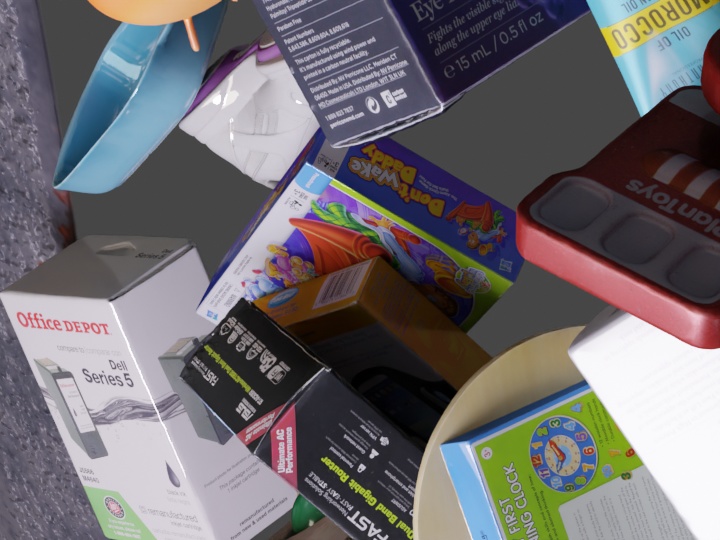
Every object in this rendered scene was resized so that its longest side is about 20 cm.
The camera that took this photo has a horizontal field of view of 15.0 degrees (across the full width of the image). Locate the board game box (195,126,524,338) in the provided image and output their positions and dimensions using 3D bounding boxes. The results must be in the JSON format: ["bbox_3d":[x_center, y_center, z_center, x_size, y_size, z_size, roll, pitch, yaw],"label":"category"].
[{"bbox_3d":[0.000,0.000,1.584,0.134,0.045,0.200,30,147,-6],"label":"board game box"}]

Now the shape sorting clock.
[{"bbox_3d":[0.121,0.129,1.454,0.201,0.200,0.039,63,160,-12],"label":"shape sorting clock"}]

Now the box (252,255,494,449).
[{"bbox_3d":[0.034,0.077,1.592,0.200,0.042,0.119,40,144,-25],"label":"box"}]

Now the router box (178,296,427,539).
[{"bbox_3d":[0.005,0.113,1.506,0.200,0.062,0.150,42,178,-23],"label":"router box"}]

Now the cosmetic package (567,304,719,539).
[{"bbox_3d":[0.207,0.088,1.391,0.102,0.074,0.200,-33,93,33],"label":"cosmetic package"}]

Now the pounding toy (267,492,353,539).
[{"bbox_3d":[0.001,0.196,1.700,0.142,0.184,0.200,-32,94,46],"label":"pounding toy"}]

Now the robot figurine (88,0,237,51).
[{"bbox_3d":[-0.124,-0.217,1.468,0.144,0.117,0.200,-31,84,21],"label":"robot figurine"}]

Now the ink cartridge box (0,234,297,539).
[{"bbox_3d":[-0.142,0.083,1.850,0.145,0.084,0.201,2,120,51],"label":"ink cartridge box"}]

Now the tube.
[{"bbox_3d":[0.126,-0.163,1.322,0.077,0.050,0.200,-27,99,31],"label":"tube"}]

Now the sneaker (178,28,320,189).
[{"bbox_3d":[-0.025,-0.102,1.567,0.100,0.075,0.200,44,151,-12],"label":"sneaker"}]

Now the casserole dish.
[{"bbox_3d":[-0.130,-0.114,1.646,0.039,0.122,0.200,24,151,-15],"label":"casserole dish"}]

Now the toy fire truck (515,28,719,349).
[{"bbox_3d":[0.192,-0.014,1.253,0.200,0.168,0.112,30,140,26],"label":"toy fire truck"}]

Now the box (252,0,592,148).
[{"bbox_3d":[0.016,-0.186,1.352,0.104,0.148,0.200,-16,106,56],"label":"box"}]
